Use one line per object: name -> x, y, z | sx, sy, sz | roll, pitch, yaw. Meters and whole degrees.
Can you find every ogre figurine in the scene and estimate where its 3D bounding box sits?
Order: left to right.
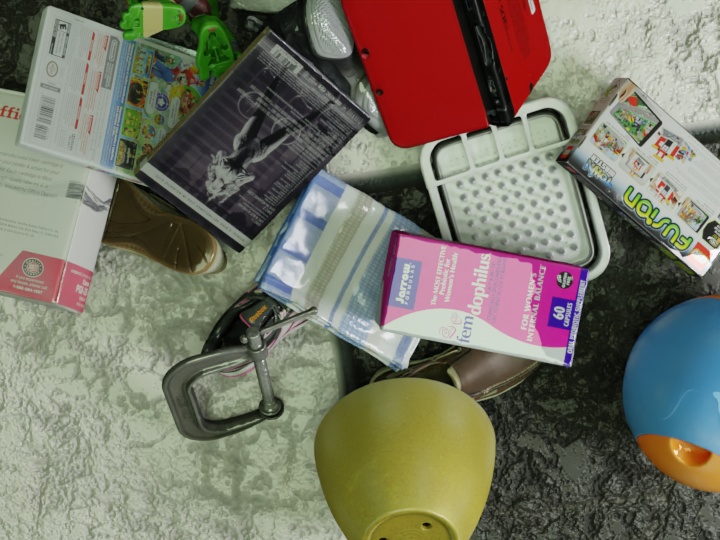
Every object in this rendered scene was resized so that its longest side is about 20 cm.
ogre figurine -> -0.186, -0.268, 1.414 | 0.198, 0.121, 0.099 | 13, 127, -32

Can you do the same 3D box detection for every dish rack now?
dish rack -> 0.163, -0.071, 1.506 | 0.170, 0.044, 0.202 | -17, 99, 2

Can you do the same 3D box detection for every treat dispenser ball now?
treat dispenser ball -> 0.370, 0.127, 1.458 | 0.198, 0.201, 0.204 | 0, 100, 1

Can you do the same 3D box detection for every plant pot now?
plant pot -> 0.050, 0.235, 1.479 | 0.197, 0.143, 0.202 | -1, 126, -1

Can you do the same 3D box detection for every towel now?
towel -> 0.000, 0.000, 1.490 | 0.199, 0.024, 0.148 | 31, 84, -23

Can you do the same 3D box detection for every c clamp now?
c clamp -> -0.124, 0.122, 1.500 | 0.169, 0.201, 0.027 | -15, 57, -12

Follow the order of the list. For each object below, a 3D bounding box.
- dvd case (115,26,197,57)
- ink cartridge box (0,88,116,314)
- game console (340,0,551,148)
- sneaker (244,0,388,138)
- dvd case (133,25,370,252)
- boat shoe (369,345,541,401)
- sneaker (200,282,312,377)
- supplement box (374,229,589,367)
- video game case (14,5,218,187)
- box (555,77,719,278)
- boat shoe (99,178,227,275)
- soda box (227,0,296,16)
dvd case -> -0.182, -0.162, 1.509 | 0.198, 0.022, 0.148 | 17, 100, -1
ink cartridge box -> -0.337, -0.072, 1.457 | 0.145, 0.083, 0.202 | 12, 83, 13
game console -> 0.092, -0.246, 1.420 | 0.118, 0.173, 0.201 | 10, 139, 33
sneaker -> -0.041, -0.206, 1.452 | 0.113, 0.076, 0.200 | -6, 144, 25
dvd case -> -0.107, -0.126, 1.415 | 0.200, 0.016, 0.148 | -45, 124, 13
boat shoe -> 0.107, 0.118, 1.526 | 0.200, 0.075, 0.075 | -21, 99, 5
sneaker -> -0.093, 0.042, 1.503 | 0.080, 0.086, 0.201 | 41, 98, 7
supplement box -> 0.121, 0.027, 1.445 | 0.197, 0.103, 0.103 | 10, 93, -2
video game case -> -0.237, -0.165, 1.420 | 0.198, 0.018, 0.145 | 16, 74, -29
box -> 0.312, -0.096, 1.479 | 0.199, 0.035, 0.110 | 39, 87, -14
boat shoe -> -0.231, -0.049, 1.506 | 0.198, 0.065, 0.073 | 26, 88, 17
soda box -> -0.034, -0.291, 1.461 | 0.197, 0.063, 0.072 | 8, 101, 0
